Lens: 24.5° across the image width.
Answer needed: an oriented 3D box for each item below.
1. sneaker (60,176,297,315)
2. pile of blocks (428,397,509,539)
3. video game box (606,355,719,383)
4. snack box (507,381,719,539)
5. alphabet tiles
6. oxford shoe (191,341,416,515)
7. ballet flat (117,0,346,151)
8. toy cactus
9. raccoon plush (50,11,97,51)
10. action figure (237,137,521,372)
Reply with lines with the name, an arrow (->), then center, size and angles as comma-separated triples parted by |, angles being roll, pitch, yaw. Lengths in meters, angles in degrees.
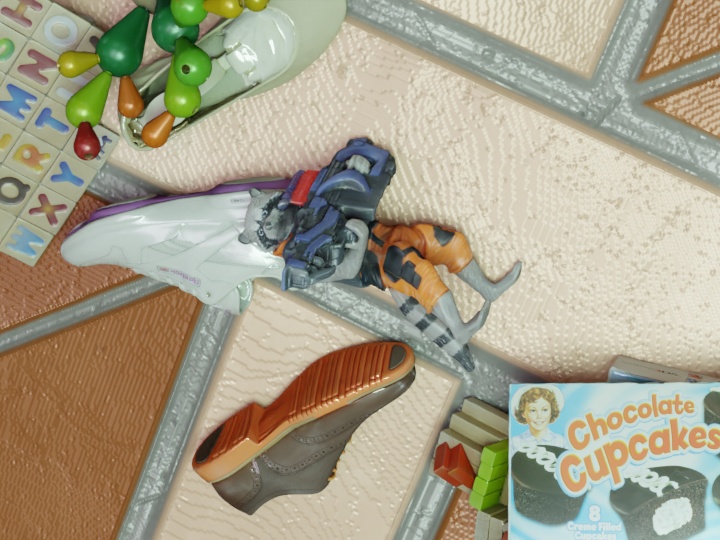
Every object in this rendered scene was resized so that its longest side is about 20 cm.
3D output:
sneaker -> -0.133, -0.010, 1.234 | 0.198, 0.075, 0.101 | -7, 98, 19
pile of blocks -> 0.118, 0.178, 1.169 | 0.200, 0.062, 0.082 | 51, 123, 21
video game box -> 0.249, 0.178, 1.167 | 0.180, 0.047, 0.203 | 12, 104, 14
snack box -> 0.198, 0.135, 1.111 | 0.197, 0.037, 0.118 | -2, 79, 15
alphabet tiles -> -0.268, -0.114, 1.245 | 0.166, 0.008, 0.201 | 28, 112, -25
oxford shoe -> -0.030, 0.119, 1.242 | 0.199, 0.072, 0.073 | -30, 111, 25
ballet flat -> -0.097, -0.147, 1.199 | 0.199, 0.069, 0.070 | -30, 91, 22
toy cactus -> -0.144, -0.184, 1.162 | 0.102, 0.166, 0.200 | 25, 119, -37
raccoon plush -> -0.304, -0.134, 1.260 | 0.198, 0.097, 0.136 | 12, 112, 15
action figure -> 0.000, 0.000, 1.141 | 0.192, 0.200, 0.105 | 24, 124, 10
